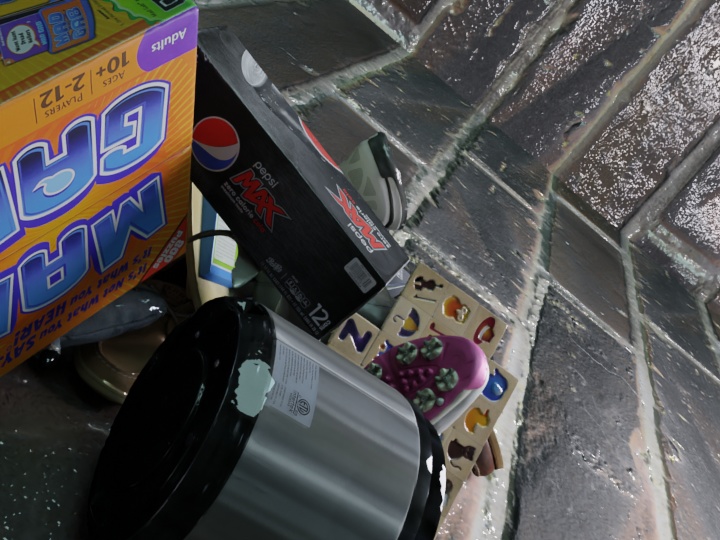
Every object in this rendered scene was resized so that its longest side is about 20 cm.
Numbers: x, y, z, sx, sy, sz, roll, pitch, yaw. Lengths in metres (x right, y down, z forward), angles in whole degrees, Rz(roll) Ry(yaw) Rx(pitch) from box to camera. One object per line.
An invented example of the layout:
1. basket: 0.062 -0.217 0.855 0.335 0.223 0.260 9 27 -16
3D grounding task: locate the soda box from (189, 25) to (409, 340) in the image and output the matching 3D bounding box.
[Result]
1. soda box: -0.058 -0.059 0.673 0.201 0.063 0.071 52 22 -2

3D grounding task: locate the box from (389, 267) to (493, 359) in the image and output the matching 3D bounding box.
1. box: 0.077 0.082 1.167 0.157 0.050 0.201 36 21 -12

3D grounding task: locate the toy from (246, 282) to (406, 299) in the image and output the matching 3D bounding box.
1. toy: -0.028 0.004 1.058 0.199 0.113 0.048 1 86 -64

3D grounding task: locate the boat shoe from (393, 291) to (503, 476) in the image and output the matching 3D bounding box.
1. boat shoe: 0.076 0.116 1.033 0.202 0.070 0.070 65 -11 -2

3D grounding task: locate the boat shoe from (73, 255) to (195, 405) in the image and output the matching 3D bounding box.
1. boat shoe: -0.162 0.035 0.810 0.071 0.065 0.200 36 20 -8

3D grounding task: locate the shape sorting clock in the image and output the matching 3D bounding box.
1. shape sorting clock: -0.113 -0.059 0.810 0.039 0.203 0.200 6 20 4

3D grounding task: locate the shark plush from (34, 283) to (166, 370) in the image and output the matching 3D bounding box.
1. shark plush: -0.217 0.032 0.673 0.083 0.092 0.199 32 20 20

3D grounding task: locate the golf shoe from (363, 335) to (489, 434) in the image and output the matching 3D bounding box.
1. golf shoe: 0.025 0.118 0.782 0.091 0.199 0.076 31 34 -39

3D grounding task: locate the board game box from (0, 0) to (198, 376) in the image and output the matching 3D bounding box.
1. board game box: -0.234 -0.084 0.594 0.199 0.201 0.199 39 54 19

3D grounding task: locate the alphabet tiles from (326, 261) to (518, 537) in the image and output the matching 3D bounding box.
1. alphabet tiles: 0.039 0.104 0.867 0.166 0.202 0.008 34 -13 -15

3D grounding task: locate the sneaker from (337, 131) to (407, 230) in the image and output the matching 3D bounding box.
1. sneaker: -0.027 -0.052 0.944 0.201 0.114 0.077 113 -41 -71

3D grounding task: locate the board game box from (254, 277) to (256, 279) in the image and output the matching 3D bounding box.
1. board game box: -0.137 -0.068 1.137 0.200 0.032 0.120 48 17 21

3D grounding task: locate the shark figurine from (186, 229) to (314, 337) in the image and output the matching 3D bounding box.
1. shark figurine: -0.049 0.042 0.750 0.126 0.216 0.090 -16 57 -17

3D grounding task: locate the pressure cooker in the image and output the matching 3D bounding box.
1. pressure cooker: -0.044 0.135 0.636 0.199 0.178 0.178 33 -10 -25

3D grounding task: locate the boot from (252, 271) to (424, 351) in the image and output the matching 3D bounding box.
1. boot: 0.000 0.000 0.898 0.197 0.141 0.077 1 -4 -33
